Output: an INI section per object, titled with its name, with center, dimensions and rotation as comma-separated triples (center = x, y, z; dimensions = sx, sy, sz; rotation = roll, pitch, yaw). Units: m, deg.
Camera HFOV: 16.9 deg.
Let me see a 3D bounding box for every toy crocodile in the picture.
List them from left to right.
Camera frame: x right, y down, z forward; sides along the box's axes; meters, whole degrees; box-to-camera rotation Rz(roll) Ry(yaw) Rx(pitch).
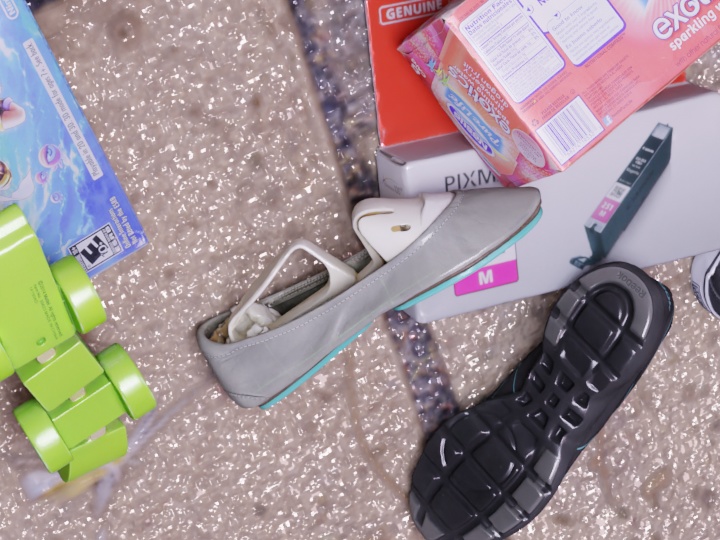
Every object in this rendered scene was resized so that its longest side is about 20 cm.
[toy crocodile]
center = -0.156, 0.039, 1.195
dimensions = 0.067, 0.062, 0.200
rotation = -34, 141, -10

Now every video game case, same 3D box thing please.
[video game case]
center = -0.225, -0.052, 1.183
dimensions = 0.181, 0.045, 0.200
rotation = -32, 116, -12

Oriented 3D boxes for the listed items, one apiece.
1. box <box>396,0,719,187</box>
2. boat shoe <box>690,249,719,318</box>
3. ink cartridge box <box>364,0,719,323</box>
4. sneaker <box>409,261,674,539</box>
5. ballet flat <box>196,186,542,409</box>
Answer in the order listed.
[box]
center = 0.131, -0.144, 1.265
dimensions = 0.200, 0.095, 0.103
rotation = -41, 97, -14
[boat shoe]
center = 0.272, -0.050, 1.395
dimensions = 0.199, 0.068, 0.074
rotation = -47, 119, -5
[ink cartridge box]
center = 0.105, -0.078, 1.326
dimensions = 0.199, 0.044, 0.174
rotation = -13, 112, -20
[sneaker]
center = 0.108, 0.082, 1.357
dimensions = 0.200, 0.075, 0.079
rotation = -48, 162, 16
[ballet flat]
center = 0.000, 0.000, 1.260
dimensions = 0.200, 0.067, 0.064
rotation = -34, 105, 14
